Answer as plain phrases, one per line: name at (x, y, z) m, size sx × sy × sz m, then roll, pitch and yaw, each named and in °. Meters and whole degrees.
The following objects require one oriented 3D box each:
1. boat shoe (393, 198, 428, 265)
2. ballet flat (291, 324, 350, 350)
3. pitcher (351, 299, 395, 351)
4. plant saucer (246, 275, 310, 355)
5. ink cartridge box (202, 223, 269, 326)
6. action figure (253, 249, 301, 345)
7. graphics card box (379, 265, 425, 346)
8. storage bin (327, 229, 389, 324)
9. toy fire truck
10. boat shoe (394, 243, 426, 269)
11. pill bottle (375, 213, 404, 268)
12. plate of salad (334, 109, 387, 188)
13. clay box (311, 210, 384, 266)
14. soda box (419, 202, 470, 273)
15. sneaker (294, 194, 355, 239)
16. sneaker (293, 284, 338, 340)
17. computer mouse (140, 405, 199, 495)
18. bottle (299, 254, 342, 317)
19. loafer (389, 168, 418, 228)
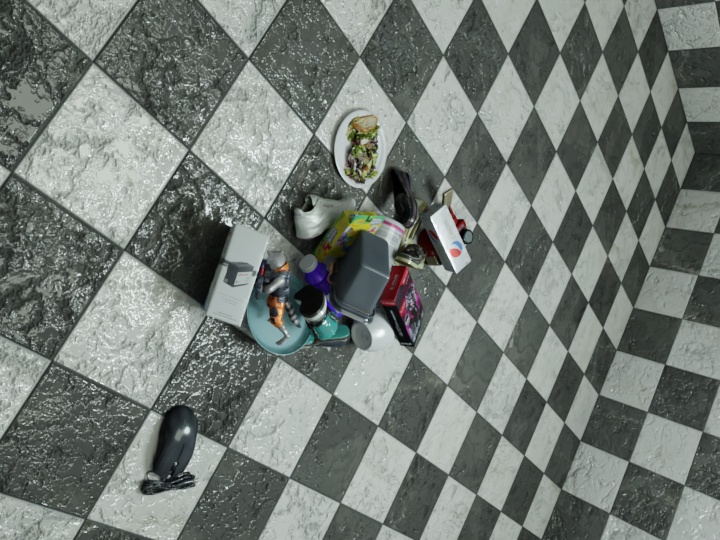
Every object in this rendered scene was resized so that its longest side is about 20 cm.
boat shoe at (0.145, -0.111, 1.757) m, size 0.073 × 0.061 × 0.207 m, roll 53°, pitch 54°, yaw -74°
ballet flat at (-0.123, 0.178, 1.560) m, size 0.193 × 0.073 × 0.076 m, roll 2°, pitch 100°, yaw -17°
pitcher at (0.061, 0.130, 1.711) m, size 0.198 × 0.119 × 0.178 m, roll -25°, pitch 118°, yaw -47°
plant saucer at (-0.200, 0.106, 1.476) m, size 0.196 × 0.027 × 0.208 m, roll 9°, pitch 75°, yaw -38°
ink cartridge box at (-0.278, 0.007, 1.321) m, size 0.082 × 0.145 × 0.206 m, roll 19°, pitch 86°, yaw -16°
action figure at (-0.191, 0.040, 1.376) m, size 0.101 × 0.201 × 0.200 m, roll -2°, pitch 116°, yaw -5°
graphics card box at (0.120, 0.101, 1.662) m, size 0.127 × 0.049 × 0.203 m, roll -66°, pitch 145°, yaw -38°
storage bin at (0.000, 0.000, 1.465) m, size 0.142 × 0.202 × 0.136 m, roll 24°, pitch 122°, yaw -14°
toy fire truck at (0.254, -0.139, 1.843) m, size 0.175 × 0.127 × 0.204 m, roll -40°, pitch 113°, yaw -29°
boat shoe at (0.145, -0.044, 1.688) m, size 0.200 × 0.071 × 0.067 m, roll 0°, pitch 111°, yaw -76°
pill bottle at (0.040, -0.043, 1.651) m, size 0.112 × 0.112 × 0.206 m, roll 27°, pitch 81°, yaw -43°
plate of salad at (0.010, -0.326, 1.601) m, size 0.196 × 0.047 × 0.207 m, roll -13°, pitch 109°, yaw -42°
clay box at (-0.031, -0.088, 1.533) m, size 0.113 × 0.048 × 0.201 m, roll -3°, pitch 144°, yaw -43°
soda box at (0.252, -0.095, 1.757) m, size 0.067 × 0.063 × 0.203 m, roll -36°, pitch 115°, yaw -16°
sneaker at (-0.088, -0.157, 1.525) m, size 0.198 × 0.074 × 0.102 m, roll -32°, pitch 122°, yaw -34°
sneaker at (-0.099, 0.115, 1.430) m, size 0.083 × 0.200 × 0.122 m, roll -34°, pitch 108°, yaw -5°
computer mouse at (-0.416, 0.416, 1.358) m, size 0.136 × 0.052 × 0.207 m, roll 8°, pitch 94°, yaw -44°
bottle at (-0.095, 0.038, 1.544) m, size 0.064 × 0.084 × 0.202 m, roll -31°, pitch 134°, yaw 1°
loafer at (0.114, -0.205, 1.669) m, size 0.062 × 0.072 × 0.205 m, roll 26°, pitch 42°, yaw -32°
